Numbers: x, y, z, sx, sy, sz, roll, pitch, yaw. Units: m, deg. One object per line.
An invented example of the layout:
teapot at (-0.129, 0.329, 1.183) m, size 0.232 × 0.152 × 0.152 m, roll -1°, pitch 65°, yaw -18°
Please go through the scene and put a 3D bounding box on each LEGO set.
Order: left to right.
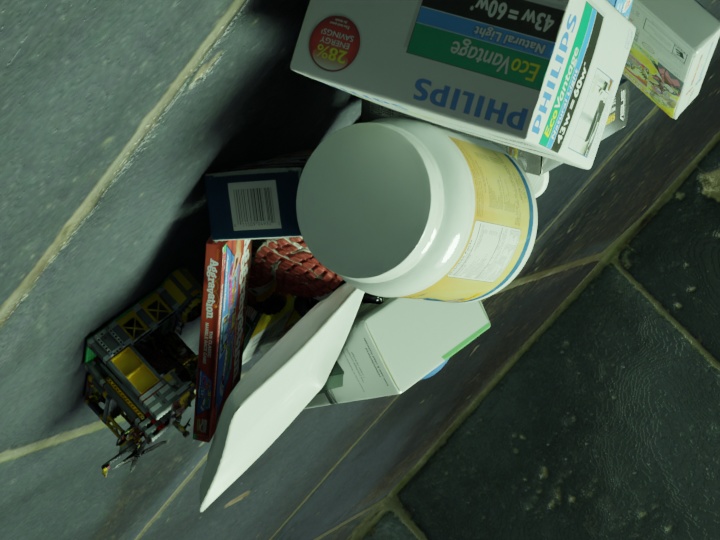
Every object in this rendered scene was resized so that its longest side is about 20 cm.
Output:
LEGO set at (-0.179, 0.104, 1.541) m, size 0.153 × 0.116 × 0.200 m, roll -35°, pitch 164°, yaw -35°

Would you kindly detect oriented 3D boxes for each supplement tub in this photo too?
supplement tub at (0.048, -0.048, 1.358) m, size 0.145 × 0.145 × 0.200 m, roll -49°, pitch 156°, yaw 17°

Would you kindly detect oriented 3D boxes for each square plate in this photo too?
square plate at (-0.078, 0.111, 1.521) m, size 0.200 × 0.028 × 0.199 m, roll -45°, pitch 167°, yaw -35°

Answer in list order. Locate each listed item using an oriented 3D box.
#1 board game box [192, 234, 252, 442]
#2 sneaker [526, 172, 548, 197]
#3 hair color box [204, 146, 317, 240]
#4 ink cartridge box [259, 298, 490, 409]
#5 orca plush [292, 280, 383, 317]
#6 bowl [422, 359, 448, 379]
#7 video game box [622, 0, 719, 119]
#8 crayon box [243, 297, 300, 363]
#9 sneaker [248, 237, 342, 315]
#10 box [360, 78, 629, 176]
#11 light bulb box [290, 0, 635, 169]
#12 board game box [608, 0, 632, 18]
board game box at (-0.124, 0.045, 1.489) m, size 0.103 × 0.019 × 0.201 m, roll -66°, pitch 165°, yaw -61°
sneaker at (0.101, -0.122, 1.602) m, size 0.118 × 0.199 × 0.074 m, roll -34°, pitch 135°, yaw -61°
hair color box at (-0.041, -0.074, 1.448) m, size 0.099 × 0.061 × 0.200 m, roll -2°, pitch -170°, yaw 29°
ink cartridge box at (0.013, 0.067, 1.687) m, size 0.146 × 0.084 × 0.199 m, roll -34°, pitch -169°, yaw -34°
orca plush at (0.000, 0.000, 1.580) m, size 0.200 × 0.071 × 0.106 m, roll -37°, pitch -149°, yaw 50°
bowl at (0.041, 0.022, 1.815) m, size 0.039 × 0.201 × 0.201 m, roll -3°, pitch 144°, yaw -33°
video game box at (0.256, -0.254, 1.593) m, size 0.047 × 0.200 × 0.182 m, roll -43°, pitch 167°, yaw -9°
crayon box at (-0.067, 0.013, 1.751) m, size 0.200 × 0.051 × 0.127 m, roll -34°, pitch 163°, yaw -38°
sneaker at (-0.064, -0.022, 1.549) m, size 0.200 × 0.078 × 0.083 m, roll -19°, pitch -140°, yaw 59°
box at (0.125, -0.154, 1.514) m, size 0.158 × 0.199 × 0.049 m, roll -31°, pitch 130°, yaw -46°
light bulb box at (0.083, -0.170, 1.246) m, size 0.200 × 0.197 × 0.126 m, roll 8°, pitch 100°, yaw -69°
board game box at (0.166, -0.256, 1.420) m, size 0.037 × 0.151 × 0.200 m, roll -48°, pitch 168°, yaw -8°
